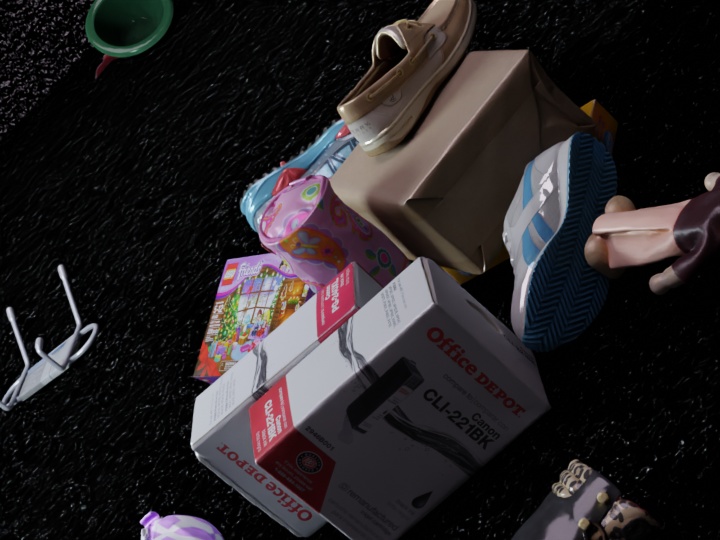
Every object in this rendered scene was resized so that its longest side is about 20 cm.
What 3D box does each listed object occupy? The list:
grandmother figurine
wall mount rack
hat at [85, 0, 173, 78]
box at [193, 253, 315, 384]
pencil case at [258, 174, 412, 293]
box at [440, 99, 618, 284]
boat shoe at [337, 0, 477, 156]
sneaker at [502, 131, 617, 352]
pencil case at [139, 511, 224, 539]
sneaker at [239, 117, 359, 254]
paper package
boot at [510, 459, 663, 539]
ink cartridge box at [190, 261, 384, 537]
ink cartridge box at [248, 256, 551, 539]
[{"bbox_3d":[0.255,-0.033,1.321,0.200,0.060,0.122,-14,48,57],"label":"grandmother figurine"},{"bbox_3d":[-0.438,0.095,2.332,0.200,0.075,0.174,-35,26,27],"label":"wall mount rack"},{"bbox_3d":[-0.407,-0.426,3.186,0.200,0.176,0.166,31,75,29],"label":"hat"},{"bbox_3d":[-0.096,0.051,1.787,0.200,0.039,0.137,-7,63,57],"label":"box"},{"bbox_3d":[0.000,0.000,1.543,0.087,0.200,0.088,-35,31,24],"label":"pencil case"},{"bbox_3d":[0.146,-0.067,1.593,0.200,0.041,0.119,-32,27,39],"label":"box"},{"bbox_3d":[0.043,-0.198,1.586,0.074,0.069,0.200,-18,35,50],"label":"boat shoe"},{"bbox_3d":[0.159,-0.016,1.430,0.081,0.076,0.201,-27,38,49],"label":"sneaker"},{"bbox_3d":[-0.172,0.302,1.514,0.084,0.085,0.200,-38,25,27],"label":"pencil case"},{"bbox_3d":[-0.018,-0.084,1.703,0.200,0.096,0.079,-36,-18,15],"label":"sneaker"},{"bbox_3d":[0.087,-0.105,1.578,0.191,0.103,0.200,-52,22,-10],"label":"paper package"},{"bbox_3d":[0.136,0.213,1.126,0.151,0.073,0.200,-49,17,-1],"label":"boot"},{"bbox_3d":[-0.028,0.114,1.474,0.200,0.145,0.083,-40,25,19],"label":"ink cartridge box"},{"bbox_3d":[0.031,0.110,1.378,0.200,0.144,0.084,-43,25,14],"label":"ink cartridge box"}]
